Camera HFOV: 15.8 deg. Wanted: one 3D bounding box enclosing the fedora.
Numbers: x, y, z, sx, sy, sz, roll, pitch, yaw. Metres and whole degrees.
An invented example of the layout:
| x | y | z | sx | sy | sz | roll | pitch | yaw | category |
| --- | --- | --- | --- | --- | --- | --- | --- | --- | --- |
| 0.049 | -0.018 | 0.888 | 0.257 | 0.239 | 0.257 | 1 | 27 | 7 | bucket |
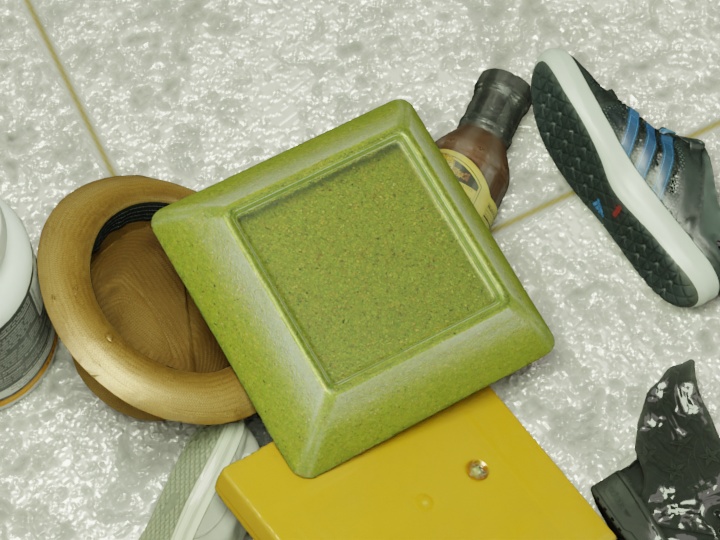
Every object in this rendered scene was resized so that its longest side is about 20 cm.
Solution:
| x | y | z | sx | sy | sz | roll | pitch | yaw | category |
| --- | --- | --- | --- | --- | --- | --- | --- | --- | --- |
| -0.132 | 0.032 | 1.681 | 0.200 | 0.082 | 0.201 | 18 | 45 | -19 | fedora |

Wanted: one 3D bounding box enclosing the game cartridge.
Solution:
| x | y | z | sx | sy | sz | roll | pitch | yaw | category |
| --- | --- | --- | --- | --- | --- | --- | --- | --- | --- |
| 0.036 | 0.154 | 1.632 | 0.200 | 0.032 | 0.176 | -28 | 67 | -32 | game cartridge |

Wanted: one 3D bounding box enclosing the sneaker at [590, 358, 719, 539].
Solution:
| x | y | z | sx | sy | sz | roll | pitch | yaw | category |
| --- | --- | --- | --- | --- | --- | --- | --- | --- | --- |
| 0.222 | 0.164 | 1.645 | 0.104 | 0.060 | 0.200 | -32 | 67 | -5 | sneaker |

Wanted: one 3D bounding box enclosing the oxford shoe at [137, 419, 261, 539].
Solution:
| x | y | z | sx | sy | sz | roll | pitch | yaw | category |
| --- | --- | --- | --- | --- | --- | --- | --- | --- | --- |
| -0.113 | 0.186 | 1.649 | 0.058 | 0.075 | 0.200 | 36 | 72 | -23 | oxford shoe |

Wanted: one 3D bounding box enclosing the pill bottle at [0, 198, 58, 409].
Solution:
| x | y | z | sx | sy | sz | roll | pitch | yaw | category |
| --- | --- | --- | --- | --- | --- | --- | --- | --- | --- |
| -0.260 | 0.010 | 1.647 | 0.116 | 0.200 | 0.117 | 0 | 68 | 1 | pill bottle |

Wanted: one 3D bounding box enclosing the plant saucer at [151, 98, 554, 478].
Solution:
| x | y | z | sx | sy | sz | roll | pitch | yaw | category |
| --- | --- | --- | --- | --- | --- | --- | --- | --- | --- |
| 0.000 | 0.000 | 1.640 | 0.199 | 0.048 | 0.200 | -26 | 76 | -20 | plant saucer |

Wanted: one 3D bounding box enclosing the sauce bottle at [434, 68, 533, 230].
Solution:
| x | y | z | sx | sy | sz | roll | pitch | yaw | category |
| --- | --- | --- | --- | --- | --- | --- | --- | --- | --- |
| 0.059 | -0.044 | 1.732 | 0.064 | 0.065 | 0.201 | 21 | 67 | 10 | sauce bottle |

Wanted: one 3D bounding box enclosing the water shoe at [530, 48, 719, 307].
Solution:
| x | y | z | sx | sy | sz | roll | pitch | yaw | category |
| --- | --- | --- | --- | --- | --- | --- | --- | --- | --- |
| 0.189 | -0.069 | 1.737 | 0.079 | 0.072 | 0.200 | -30 | 83 | -23 | water shoe |
